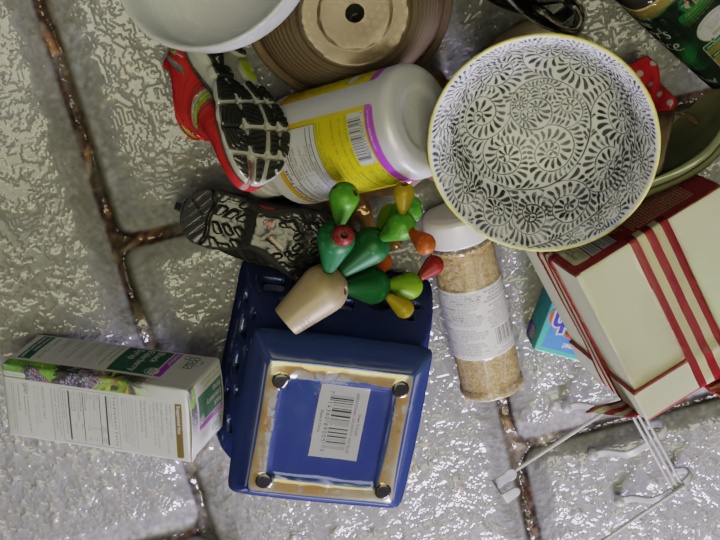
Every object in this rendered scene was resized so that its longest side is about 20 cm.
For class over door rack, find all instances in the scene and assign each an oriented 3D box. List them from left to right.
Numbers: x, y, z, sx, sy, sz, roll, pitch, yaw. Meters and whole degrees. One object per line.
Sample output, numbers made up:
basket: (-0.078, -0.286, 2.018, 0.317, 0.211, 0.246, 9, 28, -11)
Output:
over door rack: (0.239, 0.218, 1.625, 0.200, 0.067, 0.148, -37, 112, -13)

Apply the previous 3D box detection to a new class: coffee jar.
coffee jar: (0.301, -0.244, 1.415, 0.200, 0.104, 0.085, 35, 106, -31)

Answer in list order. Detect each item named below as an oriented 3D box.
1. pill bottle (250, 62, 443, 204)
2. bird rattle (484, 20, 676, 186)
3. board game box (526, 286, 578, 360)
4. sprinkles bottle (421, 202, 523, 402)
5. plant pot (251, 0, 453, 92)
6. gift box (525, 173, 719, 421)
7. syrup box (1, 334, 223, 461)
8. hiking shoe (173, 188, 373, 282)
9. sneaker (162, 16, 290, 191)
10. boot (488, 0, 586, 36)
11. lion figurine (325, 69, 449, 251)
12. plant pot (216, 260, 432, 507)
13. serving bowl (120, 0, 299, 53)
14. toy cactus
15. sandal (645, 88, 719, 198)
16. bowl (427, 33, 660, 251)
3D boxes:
pill bottle: (-0.021, -0.119, 1.410, 0.200, 0.104, 0.104, -10, 119, 39)
bird rattle: (0.187, -0.162, 1.463, 0.200, 0.113, 0.163, -31, 96, 3)
board game box: (0.273, 0.003, 1.563, 0.152, 0.045, 0.201, 14, 110, -11)
sprinkles bottle: (0.113, 0.031, 1.544, 0.068, 0.068, 0.201, -14, 113, 0)
plant pot: (-0.011, -0.244, 1.408, 0.200, 0.093, 0.202, -2, 112, -5)
gift box: (0.262, 0.026, 1.452, 0.200, 0.185, 0.187, -31, 109, 1)
syrup box: (-0.239, 0.122, 1.498, 0.199, 0.079, 0.082, 6, 113, 17)
hiking shoe: (-0.080, -0.036, 1.482, 0.199, 0.101, 0.076, 21, 95, -16)
sneaker: (-0.126, -0.140, 1.398, 0.077, 0.200, 0.085, 8, 135, -38)
boot: (0.148, -0.248, 1.363, 0.200, 0.174, 0.069, 21, 110, -37)
lion figurine: (0.028, -0.094, 1.480, 0.200, 0.073, 0.123, -36, 112, 10)
plant pot: (-0.033, 0.116, 1.503, 0.199, 0.180, 0.201, 8, 111, -8)
serving bowl: (-0.119, -0.282, 1.359, 0.199, 0.066, 0.201, -4, 81, 23)
toy cactus: (0.000, 0.000, 1.398, 0.165, 0.200, 0.102, -41, 66, -1)
sandal: (0.257, -0.107, 1.406, 0.201, 0.080, 0.057, -32, 117, -2)
bowl: (0.161, -0.126, 1.360, 0.200, 0.094, 0.201, 3, 116, 6)
